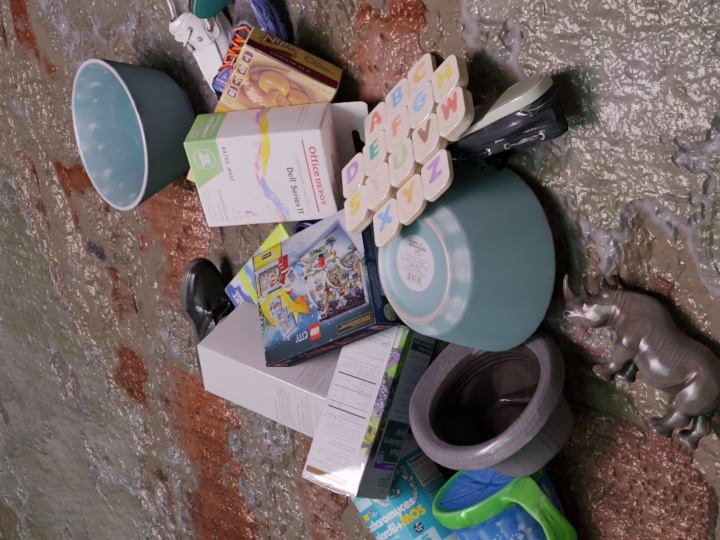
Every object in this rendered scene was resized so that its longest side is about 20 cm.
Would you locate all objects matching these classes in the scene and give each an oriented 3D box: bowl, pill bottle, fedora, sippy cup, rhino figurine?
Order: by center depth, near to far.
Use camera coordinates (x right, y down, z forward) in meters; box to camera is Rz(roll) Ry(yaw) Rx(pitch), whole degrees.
[{"bbox_3d":[0.267,0.072,1.057,0.200,0.060,0.088,47,117,23],"label":"rhino figurine"},{"bbox_3d":[0.093,-0.008,1.143,0.201,0.105,0.201,15,109,51],"label":"bowl"},{"bbox_3d":[0.151,0.149,1.177,0.090,0.177,0.200,45,166,-26],"label":"fedora"},{"bbox_3d":[0.169,0.279,1.224,0.139,0.178,0.131,-31,97,14],"label":"sippy cup"},{"bbox_3d":[0.052,0.276,1.355,0.200,0.111,0.111,56,139,12],"label":"pill bottle"},{"bbox_3d":[-0.292,-0.189,1.488,0.201,0.105,0.201,25,123,46],"label":"bowl"}]

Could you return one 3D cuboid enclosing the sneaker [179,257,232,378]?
[{"bbox_3d":[-0.186,0.079,1.550,0.114,0.076,0.200,16,123,41],"label":"sneaker"}]

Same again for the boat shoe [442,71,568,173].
[{"bbox_3d":[0.130,-0.130,1.102,0.066,0.075,0.199,51,141,-12],"label":"boat shoe"}]

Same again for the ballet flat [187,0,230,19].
[{"bbox_3d":[-0.151,-0.385,1.295,0.200,0.068,0.069,-47,63,37],"label":"ballet flat"}]

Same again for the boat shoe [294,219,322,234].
[{"bbox_3d":[0.000,0.000,1.308,0.200,0.069,0.084,33,131,33],"label":"boat shoe"}]

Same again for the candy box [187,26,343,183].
[{"bbox_3d":[-0.114,-0.170,1.301,0.115,0.055,0.200,25,126,-8],"label":"candy box"}]

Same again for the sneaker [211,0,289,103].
[{"bbox_3d":[-0.137,-0.238,1.334,0.075,0.078,0.201,29,128,35],"label":"sneaker"}]

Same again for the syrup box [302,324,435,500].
[{"bbox_3d":[0.011,0.158,1.284,0.081,0.079,0.201,14,85,31],"label":"syrup box"}]

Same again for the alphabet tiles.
[{"bbox_3d":[0.043,-0.126,1.136,0.200,0.015,0.196,-44,36,37],"label":"alphabet tiles"}]

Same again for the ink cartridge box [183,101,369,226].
[{"bbox_3d":[-0.084,-0.119,1.254,0.199,0.067,0.117,-4,125,13],"label":"ink cartridge box"}]

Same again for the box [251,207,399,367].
[{"bbox_3d":[-0.044,0.021,1.261,0.200,0.038,0.137,-24,69,45],"label":"box"}]

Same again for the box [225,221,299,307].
[{"bbox_3d":[-0.102,0.030,1.453,0.122,0.048,0.200,57,139,11],"label":"box"}]

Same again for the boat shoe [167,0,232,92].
[{"bbox_3d":[-0.208,-0.307,1.384,0.071,0.069,0.201,-15,97,49],"label":"boat shoe"}]

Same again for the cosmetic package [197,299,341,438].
[{"bbox_3d":[-0.091,0.123,1.382,0.200,0.108,0.085,20,134,28],"label":"cosmetic package"}]
